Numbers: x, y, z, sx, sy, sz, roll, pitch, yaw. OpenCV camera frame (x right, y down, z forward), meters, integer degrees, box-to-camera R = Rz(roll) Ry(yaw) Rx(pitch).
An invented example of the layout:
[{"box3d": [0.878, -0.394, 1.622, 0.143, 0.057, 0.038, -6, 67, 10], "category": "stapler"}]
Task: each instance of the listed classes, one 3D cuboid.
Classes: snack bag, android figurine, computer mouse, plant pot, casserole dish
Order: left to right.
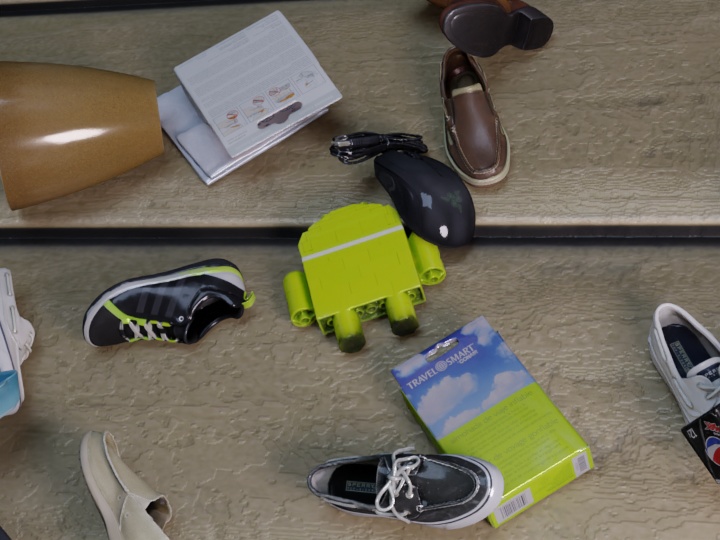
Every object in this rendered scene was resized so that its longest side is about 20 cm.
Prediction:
[{"box3d": [-0.449, 0.157, 1.649, 0.200, 0.039, 0.121, -13, 16, 45], "category": "casserole dish"}, {"box3d": [-0.350, -0.180, 1.878, 0.199, 0.187, 0.187, -8, 48, -6], "category": "plant pot"}, {"box3d": [-0.162, -0.213, 1.932, 0.188, 0.021, 0.200, -33, 49, -10], "category": "snack bag"}, {"box3d": [0.000, 0.000, 1.685, 0.182, 0.041, 0.200, -20, 48, 2], "category": "android figurine"}, {"box3d": [0.065, -0.105, 1.714, 0.138, 0.053, 0.200, -6, 44, -36], "category": "computer mouse"}]

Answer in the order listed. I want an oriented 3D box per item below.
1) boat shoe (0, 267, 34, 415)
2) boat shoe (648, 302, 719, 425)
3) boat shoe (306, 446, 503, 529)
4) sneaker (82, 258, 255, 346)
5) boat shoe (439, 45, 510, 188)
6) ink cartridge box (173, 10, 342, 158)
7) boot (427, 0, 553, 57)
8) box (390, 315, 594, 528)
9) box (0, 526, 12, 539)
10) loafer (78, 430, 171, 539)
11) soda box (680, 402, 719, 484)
[{"box3d": [-0.412, 0.078, 1.742, 0.066, 0.072, 0.200, -3, 49, -31], "category": "boat shoe"}, {"box3d": [0.337, 0.113, 1.461, 0.073, 0.065, 0.200, -28, 49, -8], "category": "boat shoe"}, {"box3d": [0.039, 0.205, 1.448, 0.199, 0.068, 0.074, 2, 75, 35], "category": "boat shoe"}, {"box3d": [-0.218, 0.049, 1.696, 0.199, 0.072, 0.083, -22, 49, 0], "category": "sneaker"}, {"box3d": [0.126, -0.187, 1.778, 0.074, 0.075, 0.203, -17, 48, 4], "category": "boat shoe"}, {"box3d": [-0.126, -0.225, 1.889, 0.160, 0.047, 0.200, -29, 51, -6], "category": "ink cartridge box"}, {"box3d": [0.114, -0.338, 1.866, 0.188, 0.069, 0.200, -15, 39, -40], "category": "boot"}, {"box3d": [0.129, 0.149, 1.511, 0.122, 0.048, 0.200, -30, 49, -7], "category": "box"}, {"box3d": [-0.463, 0.236, 1.532, 0.107, 0.200, 0.148, -43, 52, -18], "category": "box"}, {"box3d": [-0.232, 0.243, 1.540, 0.068, 0.076, 0.200, -25, 57, -5], "category": "loafer"}, {"box3d": [0.398, 0.118, 1.391, 0.200, 0.071, 0.063, -28, 79, -25], "category": "soda box"}]
